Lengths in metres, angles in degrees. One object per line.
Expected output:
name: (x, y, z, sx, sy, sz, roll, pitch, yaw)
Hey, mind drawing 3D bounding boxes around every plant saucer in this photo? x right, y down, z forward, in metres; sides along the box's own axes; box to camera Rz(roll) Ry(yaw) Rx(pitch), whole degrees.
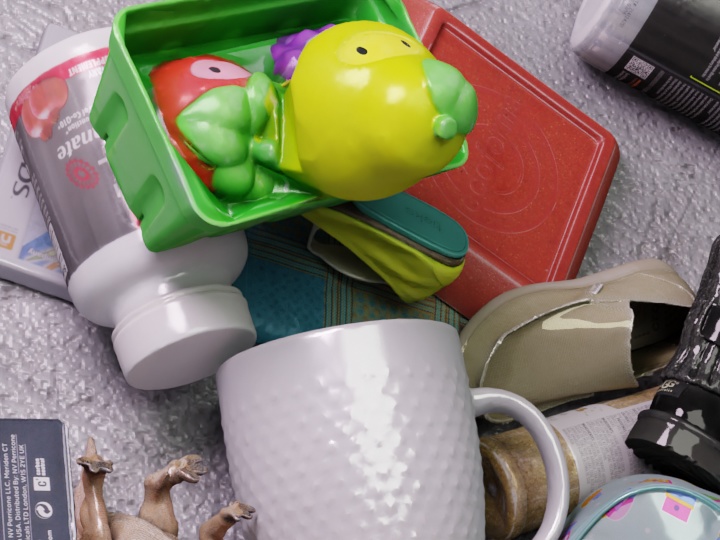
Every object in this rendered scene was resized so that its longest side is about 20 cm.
plant saucer: (0.080, -0.070, 1.521, 0.200, 0.037, 0.200, 34, 52, -14)

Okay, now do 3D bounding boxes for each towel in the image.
towel: (0.000, 0.000, 1.469, 0.199, 0.022, 0.147, 19, 58, -24)

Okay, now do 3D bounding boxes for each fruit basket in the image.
fruit basket: (-0.025, -0.096, 1.269, 0.215, 0.216, 0.156, -19, 77, -29)

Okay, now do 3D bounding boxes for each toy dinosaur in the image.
toy dinosaur: (-0.122, 0.184, 1.304, 0.200, 0.136, 0.086, 38, 30, 29)

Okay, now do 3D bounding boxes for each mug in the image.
mug: (0.026, 0.129, 1.345, 0.199, 0.148, 0.176, -7, 76, -13)

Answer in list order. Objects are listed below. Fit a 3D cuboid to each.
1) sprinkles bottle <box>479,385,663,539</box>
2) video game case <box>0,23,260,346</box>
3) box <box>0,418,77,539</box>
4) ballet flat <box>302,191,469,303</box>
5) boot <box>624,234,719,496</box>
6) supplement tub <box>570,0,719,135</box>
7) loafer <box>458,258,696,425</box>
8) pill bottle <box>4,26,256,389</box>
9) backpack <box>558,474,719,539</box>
sprinkles bottle: (0.161, 0.115, 1.460, 0.199, 0.068, 0.068, -14, 69, -28)
video game case: (-0.129, -0.049, 1.459, 0.199, 0.022, 0.183, 20, 58, -12)
box: (-0.264, 0.154, 1.219, 0.199, 0.148, 0.107, 2, 62, -22)
ballet flat: (-0.026, -0.045, 1.418, 0.200, 0.067, 0.067, 35, 37, -14)
boot: (0.277, 0.088, 1.439, 0.211, 0.079, 0.158, 36, 72, -21)
supplement tub: (0.259, -0.161, 1.617, 0.200, 0.123, 0.123, 29, 56, -6)
loafer: (0.142, 0.044, 1.458, 0.200, 0.076, 0.068, -23, 29, -30)
pill bottle: (-0.132, -0.035, 1.371, 0.110, 0.111, 0.201, -12, 68, -27)
backpack: (0.194, 0.218, 1.355, 0.200, 0.153, 0.176, 33, 95, 7)
